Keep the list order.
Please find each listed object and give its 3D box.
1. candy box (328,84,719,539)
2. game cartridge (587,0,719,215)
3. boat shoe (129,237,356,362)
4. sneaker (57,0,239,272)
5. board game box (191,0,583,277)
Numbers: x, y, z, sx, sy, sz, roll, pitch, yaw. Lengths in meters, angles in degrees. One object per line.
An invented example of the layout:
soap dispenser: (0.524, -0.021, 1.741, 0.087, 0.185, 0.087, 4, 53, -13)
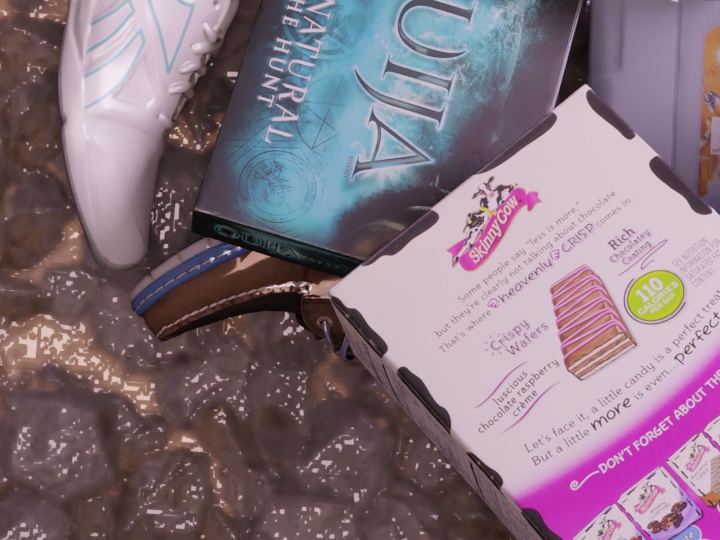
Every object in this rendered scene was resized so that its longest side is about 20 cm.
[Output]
candy box: (0.101, 0.045, 0.987, 0.136, 0.061, 0.200, -37, 64, -9)
game cartridge: (0.194, -0.054, 1.107, 0.198, 0.042, 0.134, 6, 109, 15)
boat shoe: (0.000, 0.000, 1.122, 0.199, 0.072, 0.073, -20, 86, -1)
sneaker: (-0.092, -0.100, 1.119, 0.079, 0.070, 0.202, 1, 93, -4)
board game box: (0.020, -0.090, 1.101, 0.134, 0.028, 0.201, 16, 69, 1)
